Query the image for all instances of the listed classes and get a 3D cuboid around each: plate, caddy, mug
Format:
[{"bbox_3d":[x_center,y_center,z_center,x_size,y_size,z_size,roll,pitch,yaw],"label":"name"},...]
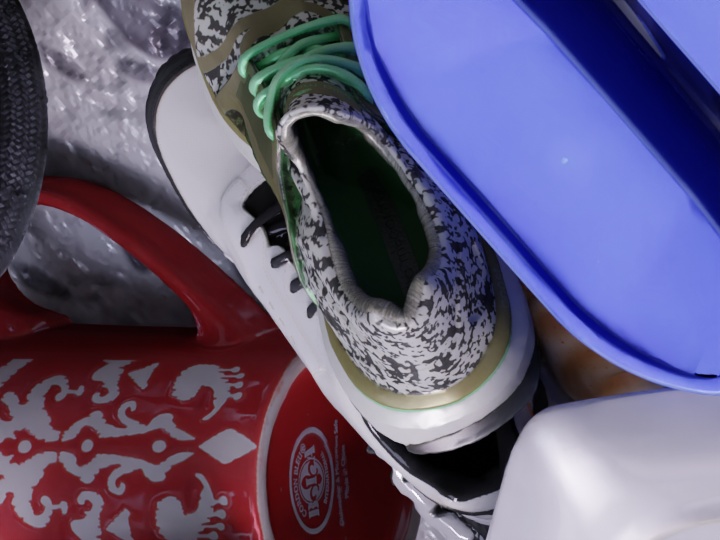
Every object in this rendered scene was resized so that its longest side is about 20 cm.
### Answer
[{"bbox_3d":[0.128,0.103,0.748,0.200,0.199,0.032,103,155,-47],"label":"plate"},{"bbox_3d":[0.091,-0.064,0.673,0.141,0.105,0.200,-40,93,28],"label":"caddy"},{"bbox_3d":[-0.094,0.064,0.924,0.199,0.134,0.178,-2,126,36],"label":"mug"}]

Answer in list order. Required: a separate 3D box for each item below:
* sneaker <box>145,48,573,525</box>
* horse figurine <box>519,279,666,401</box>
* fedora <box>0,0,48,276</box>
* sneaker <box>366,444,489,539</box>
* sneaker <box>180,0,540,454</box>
[{"bbox_3d":[0.000,0.000,0.795,0.074,0.080,0.200,-43,81,8],"label":"sneaker"},{"bbox_3d":[0.112,0.028,0.783,0.200,0.050,0.133,40,138,-7],"label":"horse figurine"},{"bbox_3d":[-0.195,-0.045,0.907,0.200,0.201,0.092,26,172,18],"label":"fedora"},{"bbox_3d":[0.065,0.074,0.857,0.090,0.066,0.201,-26,93,22],"label":"sneaker"},{"bbox_3d":[-0.006,-0.046,0.734,0.201,0.077,0.089,62,-179,25],"label":"sneaker"}]
